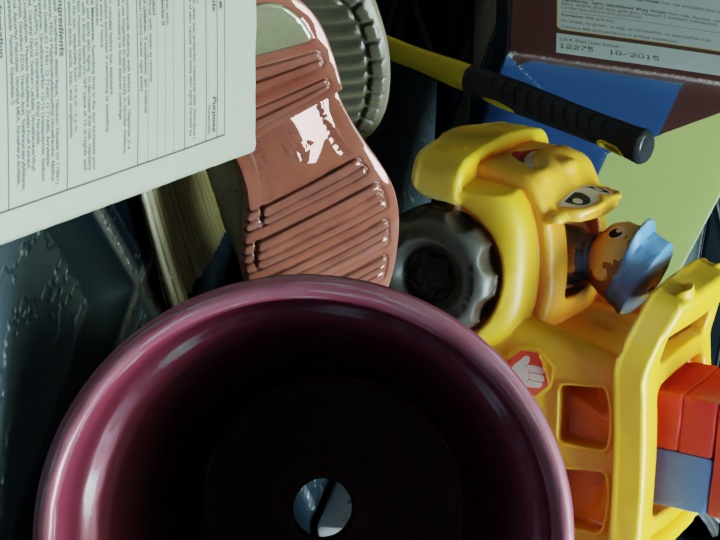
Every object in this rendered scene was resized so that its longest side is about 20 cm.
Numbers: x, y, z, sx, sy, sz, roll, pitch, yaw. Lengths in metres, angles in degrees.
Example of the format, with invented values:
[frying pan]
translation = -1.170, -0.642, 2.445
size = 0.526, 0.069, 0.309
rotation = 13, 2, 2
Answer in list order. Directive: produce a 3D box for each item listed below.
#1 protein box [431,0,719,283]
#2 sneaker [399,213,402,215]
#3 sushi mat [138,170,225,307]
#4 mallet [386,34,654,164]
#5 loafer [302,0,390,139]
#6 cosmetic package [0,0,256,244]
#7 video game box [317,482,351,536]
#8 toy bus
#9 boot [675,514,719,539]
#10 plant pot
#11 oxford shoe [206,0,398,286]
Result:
[protein box]
translation = 0.122, -0.124, 1.159
size = 0.199, 0.135, 0.200
rotation = 107, -11, -56
[sneaker]
translation = 0.000, 0.000, 1.051
size = 0.200, 0.075, 0.114
rotation = -57, 146, -51
[sushi mat]
translation = -0.083, -0.089, 0.905
size = 0.096, 0.012, 0.200
rotation = -63, 149, -49
[mallet]
translation = 0.040, -0.095, 0.992
size = 0.041, 0.200, 0.066
rotation = -60, 146, -13
[loafer]
translation = -0.030, -0.139, 0.946
size = 0.067, 0.076, 0.200
rotation = -87, 168, -49
[cosmetic package]
translation = -0.108, -0.075, 0.731
size = 0.200, 0.071, 0.105
rotation = -26, 119, -65
[video game box]
translation = 0.039, 0.152, 1.228
size = 0.182, 0.047, 0.200
rotation = -69, 153, -47
[toy bus]
translation = 0.111, 0.041, 0.997
size = 0.136, 0.192, 0.200
rotation = -23, 117, -59
[boot]
translation = 0.138, 0.076, 1.127
size = 0.200, 0.070, 0.132
rotation = 40, 24, -33
[plant pot]
translation = -0.016, 0.101, 0.879
size = 0.179, 0.200, 0.200
rotation = 22, 71, -86
[oxford shoe]
translation = -0.034, -0.051, 0.908
size = 0.074, 0.071, 0.200
rotation = 53, -19, 46
